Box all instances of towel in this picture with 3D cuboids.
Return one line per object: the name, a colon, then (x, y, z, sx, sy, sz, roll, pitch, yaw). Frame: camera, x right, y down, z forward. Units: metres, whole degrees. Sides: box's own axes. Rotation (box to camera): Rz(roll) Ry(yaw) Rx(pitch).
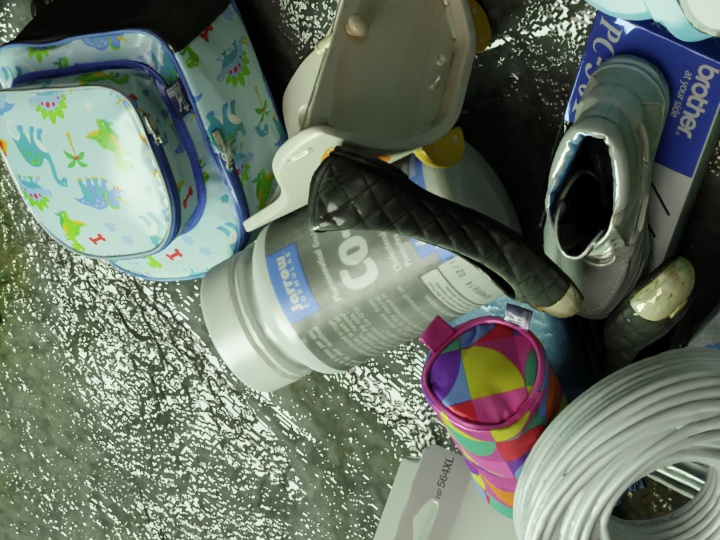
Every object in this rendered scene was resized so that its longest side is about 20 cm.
towel: (0.123, 0.073, 1.742, 0.111, 0.049, 0.200, -1, 122, 35)

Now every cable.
cable: (0.192, 0.141, 1.578, 0.199, 0.069, 0.200, -1, 124, -19)

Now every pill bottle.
pill bottle: (0.000, 0.000, 1.669, 0.200, 0.114, 0.114, -27, 106, 23)

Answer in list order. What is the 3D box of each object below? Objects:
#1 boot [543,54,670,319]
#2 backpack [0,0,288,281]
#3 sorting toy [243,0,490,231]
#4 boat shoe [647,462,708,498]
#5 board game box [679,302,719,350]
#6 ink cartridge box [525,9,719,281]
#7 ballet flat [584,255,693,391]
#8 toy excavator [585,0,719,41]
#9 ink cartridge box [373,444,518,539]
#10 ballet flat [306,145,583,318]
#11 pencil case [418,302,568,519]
boot: (0.140, -0.032, 1.556, 0.073, 0.096, 0.200, 18, 131, 17)
backpack: (-0.152, -0.087, 1.737, 0.183, 0.147, 0.200, -2, 125, 39)
sorting toy: (-0.014, -0.105, 1.631, 0.107, 0.200, 0.180, 31, 142, -21)
boat shoe: (0.278, 0.169, 1.680, 0.200, 0.065, 0.074, 35, 170, 19)
board game box: (0.313, 0.073, 1.578, 0.199, 0.041, 0.200, 38, 154, 4)
ink cartridge box: (0.175, -0.080, 1.597, 0.094, 0.044, 0.200, 26, 132, 12)
ballet flat: (0.188, 0.052, 1.605, 0.057, 0.066, 0.200, 47, 157, 20)
toy excavator: (0.137, -0.214, 1.485, 0.200, 0.100, 0.195, -18, 111, 41)
ink cartridge box: (0.095, 0.223, 1.763, 0.125, 0.129, 0.200, -1, 147, 35)
ballet flat: (0.051, -0.014, 1.529, 0.200, 0.057, 0.066, 26, 173, -24)
pencil case: (0.095, 0.095, 1.615, 0.088, 0.089, 0.200, 18, 160, 21)
